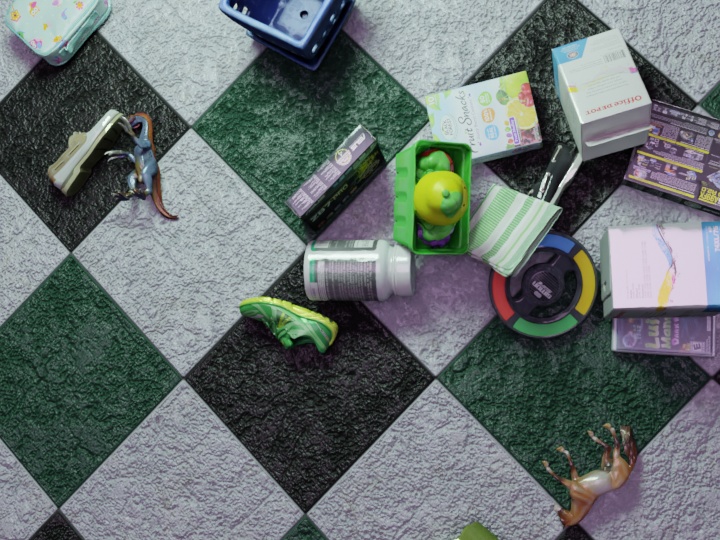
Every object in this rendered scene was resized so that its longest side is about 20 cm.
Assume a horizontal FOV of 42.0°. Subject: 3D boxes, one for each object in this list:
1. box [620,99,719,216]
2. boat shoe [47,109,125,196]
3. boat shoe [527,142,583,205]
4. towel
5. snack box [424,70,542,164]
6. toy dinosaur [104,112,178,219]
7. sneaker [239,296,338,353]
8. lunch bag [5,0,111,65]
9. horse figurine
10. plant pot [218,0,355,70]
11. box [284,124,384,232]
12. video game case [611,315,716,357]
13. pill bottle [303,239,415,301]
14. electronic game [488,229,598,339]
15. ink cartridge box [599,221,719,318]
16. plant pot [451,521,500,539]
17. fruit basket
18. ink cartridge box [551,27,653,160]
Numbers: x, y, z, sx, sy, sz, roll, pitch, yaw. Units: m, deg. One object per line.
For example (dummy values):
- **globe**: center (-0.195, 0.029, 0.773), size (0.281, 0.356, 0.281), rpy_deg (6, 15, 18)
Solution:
- **box**: center (0.599, -0.205, 1.716), size (0.198, 0.044, 0.162), rpy_deg (19, 86, 12)
- **boat shoe**: center (-0.557, -0.249, 1.894), size (0.068, 0.075, 0.201), rpy_deg (38, 90, 7)
- **boat shoe**: center (0.343, -0.145, 1.734), size (0.060, 0.074, 0.201), rpy_deg (30, 86, 13)
- **towel**: center (0.258, -0.076, 1.696), size (0.023, 0.200, 0.153), rpy_deg (37, 88, -31)
- **snack box**: center (0.233, -0.281, 1.781), size (0.198, 0.053, 0.144), rpy_deg (-13, 80, 8)
- **toy dinosaur**: center (-0.440, -0.222, 1.888), size (0.104, 0.200, 0.183), rpy_deg (-12, 51, 41)
- **sneaker**: center (-0.143, 0.103, 1.776), size (0.198, 0.074, 0.084), rpy_deg (17, 81, 11)
- **lunch bag**: center (-0.624, -0.530, 1.944), size (0.160, 0.077, 0.200), rpy_deg (41, 90, 11)
- **horse figurine**: center (0.414, 0.355, 1.659), size (0.199, 0.050, 0.133), rpy_deg (-30, 91, -3)
- **plant pot**: center (-0.126, -0.515, 1.809), size (0.199, 0.180, 0.201), rpy_deg (29, 86, 12)
- **box**: center (-0.044, -0.169, 1.756), size (0.049, 0.161, 0.200), rpy_deg (44, 90, 12)
- **video game case**: center (0.550, 0.051, 1.698), size (0.179, 0.023, 0.203), rpy_deg (3, 82, 10)
- **pill bottle**: center (0.000, 0.000, 1.748), size (0.197, 0.113, 0.115), rpy_deg (0, 82, 10)
- **electronic game**: center (0.331, 0.026, 1.699), size (0.197, 0.042, 0.203), rpy_deg (0, 102, 2)
- **ink cartridge box**: center (0.523, 0.003, 1.624), size (0.197, 0.147, 0.148), rpy_deg (-2, 81, 8)
- **plant pot**: center (0.221, 0.545, 1.613), size (0.200, 0.200, 0.190), rpy_deg (-44, 65, 1)
- **fruit basket**: center (0.144, -0.129, 1.662), size (0.154, 0.215, 0.218), rpy_deg (0, 79, -34)
- **ink cartridge box**: center (0.435, -0.304, 1.688), size (0.127, 0.125, 0.202), rpy_deg (-15, 62, 7)
